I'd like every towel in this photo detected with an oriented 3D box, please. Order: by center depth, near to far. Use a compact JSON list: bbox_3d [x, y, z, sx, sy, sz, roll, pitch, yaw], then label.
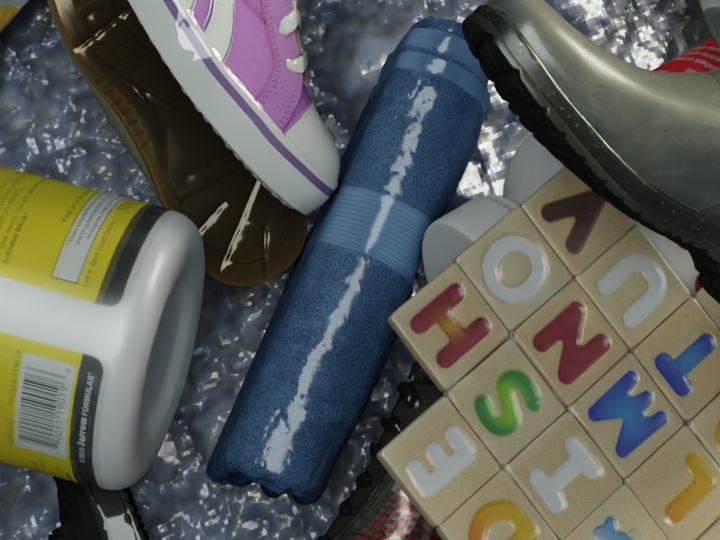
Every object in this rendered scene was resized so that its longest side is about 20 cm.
[{"bbox_3d":[0.000,0.000,1.039,0.048,0.112,0.201,24,82,-3],"label":"towel"}]

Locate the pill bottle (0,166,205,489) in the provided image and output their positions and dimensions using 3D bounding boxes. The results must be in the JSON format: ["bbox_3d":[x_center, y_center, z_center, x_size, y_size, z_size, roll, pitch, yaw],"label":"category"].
[{"bbox_3d":[-0.169,0.010,1.011,0.198,0.112,0.113,15,81,7],"label":"pill bottle"}]

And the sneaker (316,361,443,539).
[{"bbox_3d":[0.025,0.094,1.042,0.200,0.071,0.098,-33,79,-4],"label":"sneaker"}]

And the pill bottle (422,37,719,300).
[{"bbox_3d":[0.129,-0.024,1.008,0.199,0.112,0.113,-27,78,-19],"label":"pill bottle"}]

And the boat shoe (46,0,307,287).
[{"bbox_3d":[-0.082,-0.089,1.059,0.072,0.065,0.201,-26,100,-8],"label":"boat shoe"}]

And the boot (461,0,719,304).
[{"bbox_3d":[0.140,-0.064,0.900,0.200,0.068,0.131,40,91,-17],"label":"boot"}]

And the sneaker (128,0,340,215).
[{"bbox_3d":[-0.037,-0.128,0.985,0.114,0.073,0.201,-30,99,3],"label":"sneaker"}]

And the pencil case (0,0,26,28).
[{"bbox_3d":[-0.182,-0.137,1.088,0.091,0.083,0.200,38,84,25],"label":"pencil case"}]

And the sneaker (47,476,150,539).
[{"bbox_3d":[-0.117,0.165,1.046,0.104,0.060,0.201,-24,82,-5],"label":"sneaker"}]

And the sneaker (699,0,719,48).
[{"bbox_3d":[0.150,-0.134,0.988,0.200,0.080,0.071,47,125,30],"label":"sneaker"}]

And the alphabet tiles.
[{"bbox_3d":[0.105,0.066,0.921,0.167,0.008,0.200,-39,95,-21],"label":"alphabet tiles"}]
